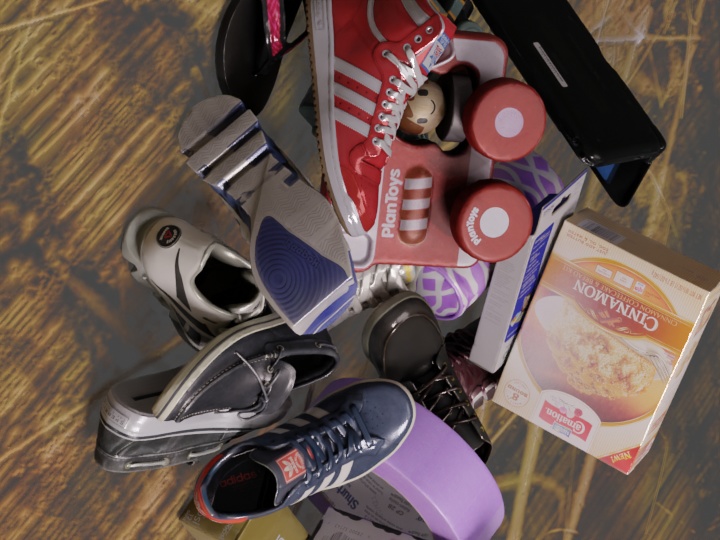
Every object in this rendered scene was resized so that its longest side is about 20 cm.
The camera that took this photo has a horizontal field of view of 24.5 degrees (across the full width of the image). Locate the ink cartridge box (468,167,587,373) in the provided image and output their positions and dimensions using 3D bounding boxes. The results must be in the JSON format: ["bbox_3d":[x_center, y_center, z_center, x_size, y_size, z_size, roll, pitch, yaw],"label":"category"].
[{"bbox_3d":[0.159,-0.004,1.578,0.095,0.037,0.201,-39,152,-47],"label":"ink cartridge box"}]

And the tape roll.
[{"bbox_3d":[0.029,0.189,1.485,0.066,0.199,0.201,-48,140,-28],"label":"tape roll"}]

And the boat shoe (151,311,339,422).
[{"bbox_3d":[-0.084,0.081,1.303,0.200,0.062,0.075,-22,157,-53],"label":"boat shoe"}]

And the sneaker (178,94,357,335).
[{"bbox_3d":[-0.056,-0.041,1.292,0.080,0.200,0.115,-36,157,7],"label":"sneaker"}]

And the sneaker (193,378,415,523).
[{"bbox_3d":[-0.045,0.152,1.347,0.199,0.075,0.085,-29,177,1],"label":"sneaker"}]

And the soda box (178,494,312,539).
[{"bbox_3d":[-0.082,0.253,1.479,0.064,0.067,0.200,-56,143,-21],"label":"soda box"}]

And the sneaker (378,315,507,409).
[{"bbox_3d":[0.086,0.084,1.628,0.200,0.075,0.116,-47,136,-29],"label":"sneaker"}]

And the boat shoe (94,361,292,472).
[{"bbox_3d":[-0.141,0.121,1.348,0.199,0.072,0.071,-1,126,-49],"label":"boat shoe"}]

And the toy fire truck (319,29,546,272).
[{"bbox_3d":[0.050,-0.095,1.348,0.167,0.112,0.201,1,105,-17],"label":"toy fire truck"}]

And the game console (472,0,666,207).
[{"bbox_3d":[0.175,-0.155,1.517,0.175,0.201,0.116,-13,155,-47],"label":"game console"}]

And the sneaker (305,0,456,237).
[{"bbox_3d":[0.023,-0.130,1.265,0.071,0.112,0.201,39,44,-78],"label":"sneaker"}]

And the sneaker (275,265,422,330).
[{"bbox_3d":[0.000,0.000,1.455,0.200,0.080,0.077,-43,137,-38],"label":"sneaker"}]

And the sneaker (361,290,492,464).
[{"bbox_3d":[0.068,0.105,1.479,0.075,0.106,0.200,-34,143,-11],"label":"sneaker"}]

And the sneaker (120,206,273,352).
[{"bbox_3d":[-0.107,0.026,1.322,0.074,0.088,0.200,-63,146,-13],"label":"sneaker"}]

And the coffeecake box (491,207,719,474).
[{"bbox_3d":[0.236,0.066,1.584,0.073,0.153,0.201,-26,139,-61],"label":"coffeecake box"}]

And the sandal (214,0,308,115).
[{"bbox_3d":[-0.059,-0.216,1.304,0.075,0.045,0.201,24,86,-57],"label":"sandal"}]

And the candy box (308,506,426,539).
[{"bbox_3d":[0.060,0.307,1.468,0.072,0.199,0.168,-57,143,-28],"label":"candy box"}]

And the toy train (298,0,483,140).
[{"bbox_3d":[0.030,-0.172,1.423,0.114,0.085,0.201,45,69,-43],"label":"toy train"}]

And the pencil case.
[{"bbox_3d":[0.116,-0.037,1.609,0.084,0.085,0.200,49,57,-7],"label":"pencil case"}]
